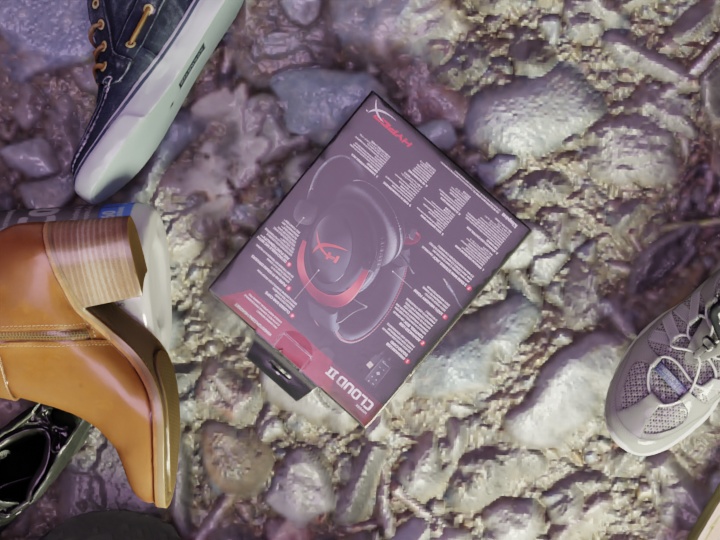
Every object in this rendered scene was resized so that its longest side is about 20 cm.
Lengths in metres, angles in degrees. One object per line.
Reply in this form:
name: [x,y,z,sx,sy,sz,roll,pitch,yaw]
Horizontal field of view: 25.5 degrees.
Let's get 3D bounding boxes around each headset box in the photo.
headset box: [0.000,0.000,1.111,0.148,0.075,0.200,40,93,0]

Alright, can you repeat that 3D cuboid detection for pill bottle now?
pill bottle: [-0.236,0.014,1.101,0.197,0.114,0.115,-3,92,1]

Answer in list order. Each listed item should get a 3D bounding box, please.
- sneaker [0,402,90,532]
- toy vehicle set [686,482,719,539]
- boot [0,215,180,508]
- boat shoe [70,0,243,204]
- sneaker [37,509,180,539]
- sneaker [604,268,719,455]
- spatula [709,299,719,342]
sneaker: [-0.253,0.146,1.110,0.200,0.104,0.060,-45,91,3]
toy vehicle set: [0.318,0.249,1.134,0.199,0.027,0.125,31,93,0]
boot: [-0.202,0.068,1.018,0.153,0.077,0.202,-11,111,3]
boat shoe: [-0.164,-0.147,1.107,0.090,0.071,0.201,29,74,6]
sneaker: [-0.217,0.230,1.134,0.198,0.087,0.081,-4,53,-14]
sneaker: [0.240,0.041,1.096,0.075,0.082,0.200,41,89,14]
spatula: [0.273,0.087,1.078,0.056,0.021,0.201,-27,125,9]
